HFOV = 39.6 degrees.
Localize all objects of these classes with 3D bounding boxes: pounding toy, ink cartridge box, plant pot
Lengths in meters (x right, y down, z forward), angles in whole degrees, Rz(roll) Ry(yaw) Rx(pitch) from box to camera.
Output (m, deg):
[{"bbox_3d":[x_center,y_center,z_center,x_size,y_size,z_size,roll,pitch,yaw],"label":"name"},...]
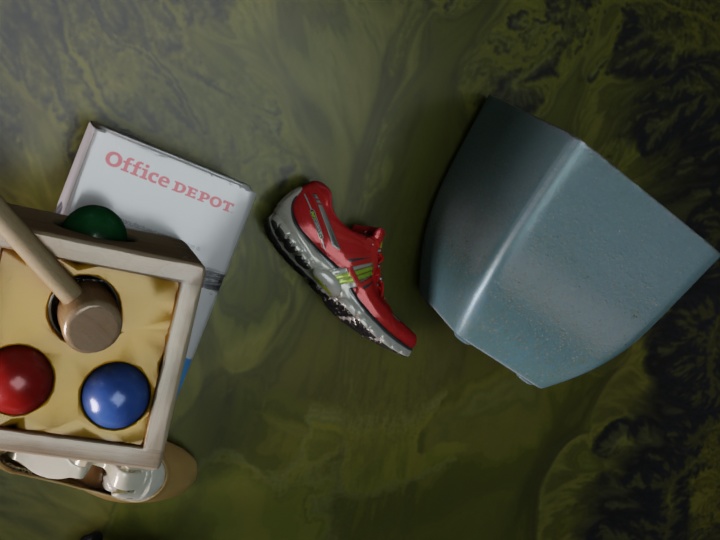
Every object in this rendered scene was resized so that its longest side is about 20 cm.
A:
[{"bbox_3d":[-0.216,0.028,0.723,0.182,0.142,0.202,12,98,-21],"label":"pounding toy"},{"bbox_3d":[-0.196,-0.006,0.853,0.144,0.084,0.202,21,95,-22],"label":"ink cartridge box"},{"bbox_3d":[0.166,-0.013,0.940,0.195,0.196,0.201,33,98,-24],"label":"plant pot"}]

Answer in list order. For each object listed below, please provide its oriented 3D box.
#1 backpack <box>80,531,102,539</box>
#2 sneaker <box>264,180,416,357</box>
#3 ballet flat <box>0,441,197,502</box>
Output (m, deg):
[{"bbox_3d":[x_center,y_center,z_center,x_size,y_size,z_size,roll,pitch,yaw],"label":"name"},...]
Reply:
[{"bbox_3d":[-0.195,0.364,0.895,0.153,0.200,0.192,20,98,-37],"label":"backpack"},{"bbox_3d":[0.000,0.000,0.938,0.085,0.077,0.200,-45,114,-12],"label":"sneaker"},{"bbox_3d":[-0.236,0.176,0.891,0.198,0.063,0.069,17,96,-24],"label":"ballet flat"}]
